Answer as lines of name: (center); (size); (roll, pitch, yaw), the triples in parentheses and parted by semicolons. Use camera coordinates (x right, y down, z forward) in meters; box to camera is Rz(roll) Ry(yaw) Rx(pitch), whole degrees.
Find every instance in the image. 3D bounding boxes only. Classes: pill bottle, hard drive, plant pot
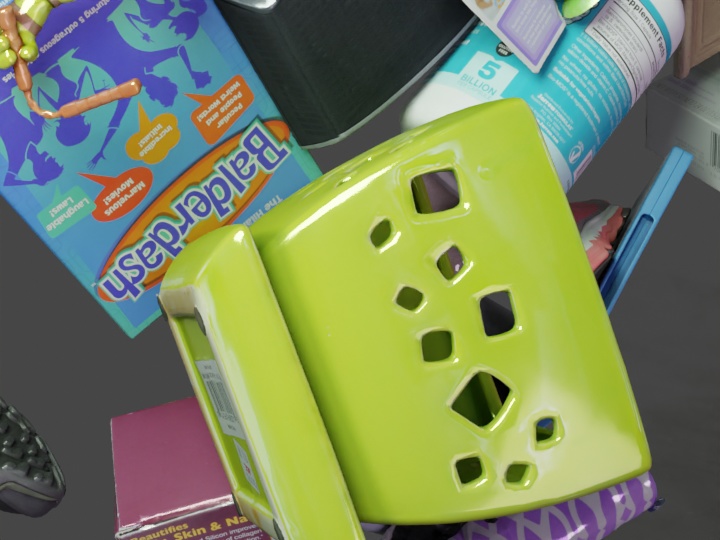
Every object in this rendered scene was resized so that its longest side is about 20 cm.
pill bottle: (0.122, -0.133, 0.817); (0.200, 0.111, 0.111); (-52, 136, -12)
hard drive: (0.018, -0.172, 0.749); (0.200, 0.042, 0.135); (-48, 136, -17)
plant pot: (0.006, 0.039, 0.706); (0.181, 0.200, 0.199); (-21, 94, -15)

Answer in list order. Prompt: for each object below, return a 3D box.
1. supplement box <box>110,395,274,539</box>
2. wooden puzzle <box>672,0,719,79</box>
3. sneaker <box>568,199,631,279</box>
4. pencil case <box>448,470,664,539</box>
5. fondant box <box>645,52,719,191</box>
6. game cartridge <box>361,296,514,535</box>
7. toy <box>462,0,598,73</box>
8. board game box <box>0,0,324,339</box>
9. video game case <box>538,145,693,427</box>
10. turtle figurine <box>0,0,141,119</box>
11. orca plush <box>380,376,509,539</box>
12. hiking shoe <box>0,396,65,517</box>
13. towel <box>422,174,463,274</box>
supplement box: (-0.075, 0.181, 0.882); (0.131, 0.103, 0.200); (-14, 130, -2)
wooden puzzle: (0.269, -0.249, 0.902); (0.200, 0.037, 0.185); (-34, 135, -29)
sneaker: (0.127, -0.024, 0.907); (0.074, 0.087, 0.200); (-63, 172, 16)
pencil case: (0.149, 0.203, 1.102); (0.200, 0.084, 0.086); (-25, 171, -20)
fondant box: (0.327, -0.120, 0.963); (0.200, 0.144, 0.058); (-25, 130, -21)
game cartridge: (0.058, 0.114, 1.003); (0.133, 0.042, 0.200); (27, 102, -48)
toy: (0.068, -0.213, 0.702); (0.200, 0.047, 0.115); (42, 70, -29)
board game box: (-0.125, -0.076, 0.733); (0.152, 0.045, 0.200); (-41, 136, -7)
video game case: (0.168, 0.020, 0.939); (0.200, 0.018, 0.143); (-60, 173, -10)
turtle figurine: (-0.125, -0.184, 0.620); (0.200, 0.064, 0.161); (-45, 112, 9)
orca plush: (0.065, 0.161, 0.966); (0.200, 0.071, 0.105); (-52, 135, 5)
hiking shoe: (-0.266, 0.111, 0.749); (0.200, 0.076, 0.101); (24, 112, -34)
towel: (0.000, 0.000, 0.885); (0.200, 0.034, 0.133); (-32, 131, -16)
